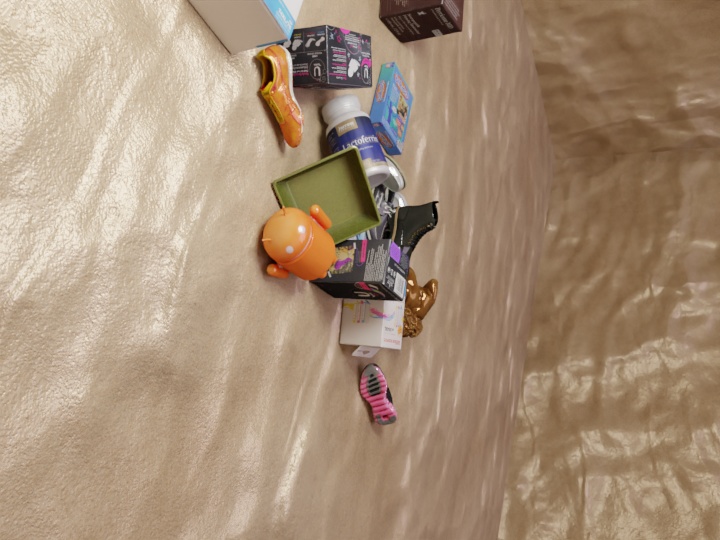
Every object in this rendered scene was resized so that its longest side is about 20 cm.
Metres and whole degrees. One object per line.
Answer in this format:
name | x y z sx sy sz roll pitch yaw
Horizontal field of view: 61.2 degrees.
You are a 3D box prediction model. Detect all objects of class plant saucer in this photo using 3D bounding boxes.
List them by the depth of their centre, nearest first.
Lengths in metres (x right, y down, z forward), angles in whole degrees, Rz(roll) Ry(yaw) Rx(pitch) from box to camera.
plant saucer | -0.072 -0.157 1.337 0.048 0.195 0.204 -115 -177 -55

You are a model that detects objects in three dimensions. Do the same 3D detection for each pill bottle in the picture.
pill bottle | -0.015 -0.295 1.415 0.115 0.114 0.205 -4 71 -61

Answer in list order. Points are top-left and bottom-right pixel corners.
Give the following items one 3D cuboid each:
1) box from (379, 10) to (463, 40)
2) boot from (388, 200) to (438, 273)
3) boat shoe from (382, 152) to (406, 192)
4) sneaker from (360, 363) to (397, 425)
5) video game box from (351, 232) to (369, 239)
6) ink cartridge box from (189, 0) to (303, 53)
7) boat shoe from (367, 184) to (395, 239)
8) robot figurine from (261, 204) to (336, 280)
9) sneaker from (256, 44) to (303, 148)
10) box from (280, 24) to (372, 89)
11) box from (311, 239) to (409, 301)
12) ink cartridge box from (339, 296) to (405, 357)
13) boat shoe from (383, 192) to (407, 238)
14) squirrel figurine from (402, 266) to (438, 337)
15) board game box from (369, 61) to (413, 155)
box | 0.176 -0.772 1.719 0.165 0.195 0.170 15 78 -59
boot | 0.146 -0.084 1.612 0.077 0.135 0.207 18 66 -57
boat shoe | 0.029 -0.266 1.522 0.200 0.075 0.068 45 52 6
sneaker | 0.049 0.325 1.668 0.096 0.077 0.205 -84 161 -58
video game box | -0.022 -0.151 1.531 0.181 0.045 0.207 21 72 -62
ink cartridge box | -0.192 -0.532 1.099 0.146 0.143 0.205 45 53 -51
boat shoe | 0.059 -0.167 1.573 0.072 0.061 0.207 35 61 -60
robot figurine | -0.128 -0.053 1.266 0.200 0.140 0.120 40 36 -53
sneaker | -0.169 -0.351 1.249 0.076 0.072 0.206 -27 112 -33
box | -0.073 -0.459 1.337 0.199 0.129 0.119 -22 114 -59
box | 0.000 0.000 1.416 0.122 0.195 0.109 38 59 -54
ink cartridge box | 0.033 0.120 1.559 0.128 0.122 0.207 17 75 -60
boat shoe | 0.094 -0.119 1.716 0.065 0.071 0.207 -3 93 -65
squirrel figurine | 0.110 0.085 1.695 0.186 0.138 0.206 35 58 -49
board game box | 0.089 -0.456 1.726 0.152 0.044 0.206 45 53 -52
